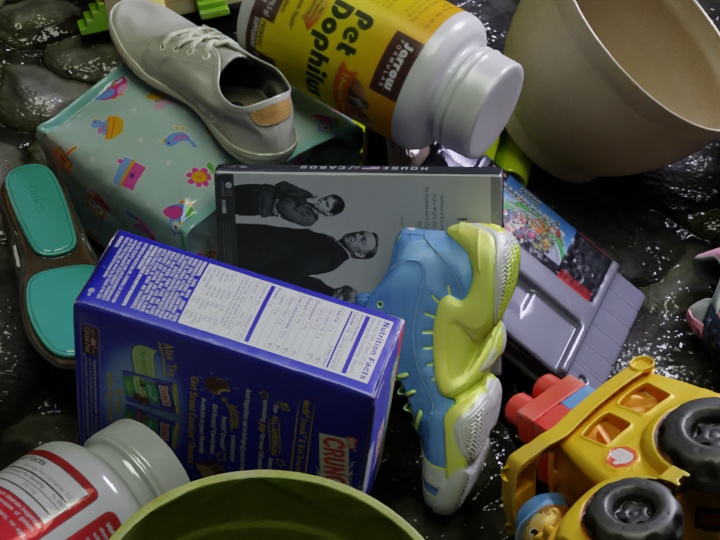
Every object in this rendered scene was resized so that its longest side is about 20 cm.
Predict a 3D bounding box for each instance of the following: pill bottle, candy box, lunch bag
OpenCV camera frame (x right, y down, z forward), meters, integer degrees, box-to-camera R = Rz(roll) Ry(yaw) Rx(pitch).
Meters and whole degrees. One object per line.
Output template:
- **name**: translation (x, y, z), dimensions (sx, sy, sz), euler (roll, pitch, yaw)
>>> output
- **pill bottle**: translation (-0.201, 0.177, 1.097), dimensions (0.112, 0.112, 0.200), euler (37, 51, 25)
- **candy box**: translation (-0.081, 0.078, 1.173), dimensions (0.200, 0.169, 0.077), euler (18, 50, 8)
- **lunch bag**: translation (-0.117, -0.090, 1.367), dimensions (0.170, 0.122, 0.200), euler (34, 56, 24)
- **pill bottle**: translation (0.016, -0.161, 1.315), dimensions (0.200, 0.109, 0.109), euler (30, 49, 18)

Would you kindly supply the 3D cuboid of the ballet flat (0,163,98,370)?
- **ballet flat**: translation (-0.215, 0.009, 1.288), dimensions (0.068, 0.068, 0.200), euler (-8, 48, -14)

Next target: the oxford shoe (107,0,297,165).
- **oxford shoe**: translation (-0.113, -0.151, 1.307), dimensions (0.075, 0.058, 0.200), euler (-25, 52, -31)

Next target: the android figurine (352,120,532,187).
- **android figurine**: translation (0.055, -0.118, 1.474), dimensions (0.182, 0.041, 0.200), euler (12, 49, 4)

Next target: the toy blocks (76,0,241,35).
- **toy blocks**: translation (-0.156, -0.291, 1.523), dimensions (0.200, 0.137, 0.100), euler (-13, 28, -8)

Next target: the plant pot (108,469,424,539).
- **plant pot**: translation (-0.057, 0.248, 0.993), dimensions (0.200, 0.193, 0.200), euler (5, 46, -5)

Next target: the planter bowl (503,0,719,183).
- **planter bowl**: translation (0.191, -0.155, 1.440), dimensions (0.200, 0.135, 0.200), euler (29, 39, -27)

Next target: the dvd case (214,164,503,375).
- **dvd case**: translation (0.000, 0.000, 1.256), dimensions (0.200, 0.150, 0.025), euler (1, 20, 6)

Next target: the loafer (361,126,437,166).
- **loafer**: translation (0.015, -0.035, 1.340), dimensions (0.063, 0.072, 0.200), euler (33, 52, -34)

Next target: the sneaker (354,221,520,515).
- **sneaker**: translation (0.044, 0.061, 1.221), dimensions (0.105, 0.200, 0.076), euler (12, 3, 14)

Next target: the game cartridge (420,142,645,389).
- **game cartridge**: translation (0.114, -0.001, 1.321), dimensions (0.200, 0.038, 0.130), euler (39, 51, -7)

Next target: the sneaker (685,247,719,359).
- **sneaker**: translation (0.283, 0.058, 1.333), dimensions (0.082, 0.070, 0.200), euler (-1, 41, 14)

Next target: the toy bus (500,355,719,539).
- **toy bus**: translation (0.160, 0.147, 1.182), dimensions (0.192, 0.136, 0.200), euler (29, 50, 36)
